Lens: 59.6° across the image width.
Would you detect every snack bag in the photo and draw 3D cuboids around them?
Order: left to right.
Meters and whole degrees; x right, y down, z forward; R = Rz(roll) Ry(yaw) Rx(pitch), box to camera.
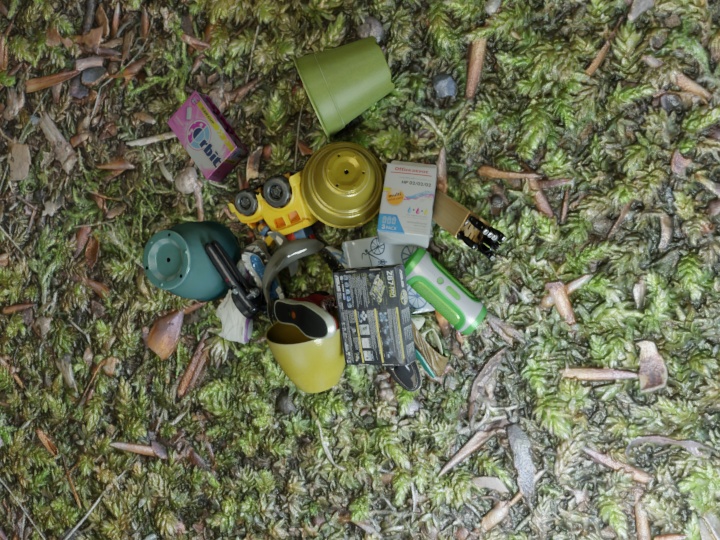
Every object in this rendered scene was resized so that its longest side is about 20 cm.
[{"bbox_3d":[0.064,0.014,1.396,0.194,0.021,0.195,-12,94,-14],"label":"snack bag"}]

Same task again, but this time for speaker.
[{"bbox_3d":[0.178,0.045,1.360,0.199,0.089,0.089,42,102,-2],"label":"speaker"}]

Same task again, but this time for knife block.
[{"bbox_3d":[0.214,-0.099,1.320,0.198,0.175,0.065,36,100,14],"label":"knife block"}]

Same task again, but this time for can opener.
[{"bbox_3d":[-0.297,0.019,1.458,0.078,0.063,0.203,-32,96,15],"label":"can opener"}]

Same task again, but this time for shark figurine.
[{"bbox_3d":[-0.187,0.005,1.425,0.126,0.090,0.217,30,102,-13],"label":"shark figurine"}]

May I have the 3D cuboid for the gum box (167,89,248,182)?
[{"bbox_3d":[-0.384,-0.338,1.570,0.113,0.066,0.202,-40,78,15],"label":"gum box"}]

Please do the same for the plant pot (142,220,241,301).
[{"bbox_3d":[-0.416,-0.024,1.520,0.194,0.187,0.207,0,90,17],"label":"plant pot"}]

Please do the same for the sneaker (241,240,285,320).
[{"bbox_3d":[-0.221,0.019,1.520,0.073,0.087,0.205,-11,110,9],"label":"sneaker"}]

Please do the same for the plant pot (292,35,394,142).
[{"bbox_3d":[-0.028,-0.423,1.405,0.186,0.200,0.205,-24,83,5],"label":"plant pot"}]

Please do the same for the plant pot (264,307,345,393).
[{"bbox_3d":[-0.107,0.189,1.434,0.194,0.200,0.146,-7,108,17],"label":"plant pot"}]

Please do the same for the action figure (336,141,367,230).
[{"bbox_3d":[-0.025,-0.191,1.457,0.127,0.069,0.205,-20,88,10],"label":"action figure"}]

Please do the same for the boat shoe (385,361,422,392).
[{"bbox_3d":[0.070,0.189,1.427,0.072,0.063,0.203,-33,81,15],"label":"boat shoe"}]

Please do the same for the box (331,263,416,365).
[{"bbox_3d":[0.027,0.095,1.319,0.157,0.049,0.207,-5,96,34],"label":"box"}]

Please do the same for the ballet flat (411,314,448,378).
[{"bbox_3d":[0.129,0.146,1.382,0.072,0.068,0.201,-44,106,-12],"label":"ballet flat"}]

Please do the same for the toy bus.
[{"bbox_3d":[-0.188,-0.124,1.487,0.195,0.136,0.197,-17,101,19],"label":"toy bus"}]

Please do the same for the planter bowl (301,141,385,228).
[{"bbox_3d":[-0.033,-0.202,1.376,0.194,0.084,0.207,1,78,-6],"label":"planter bowl"}]

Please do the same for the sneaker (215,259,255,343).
[{"bbox_3d":[-0.311,0.074,1.541,0.096,0.075,0.207,5,92,11],"label":"sneaker"}]

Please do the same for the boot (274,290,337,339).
[{"bbox_3d":[-0.081,0.089,1.379,0.198,0.141,0.075,16,112,49],"label":"boot"}]

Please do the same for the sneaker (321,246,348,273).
[{"bbox_3d":[0.000,0.000,1.444,0.197,0.072,0.073,32,64,3],"label":"sneaker"}]

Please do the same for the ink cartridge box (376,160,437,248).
[{"bbox_3d":[0.105,-0.161,1.369,0.111,0.068,0.206,6,70,8],"label":"ink cartridge box"}]
